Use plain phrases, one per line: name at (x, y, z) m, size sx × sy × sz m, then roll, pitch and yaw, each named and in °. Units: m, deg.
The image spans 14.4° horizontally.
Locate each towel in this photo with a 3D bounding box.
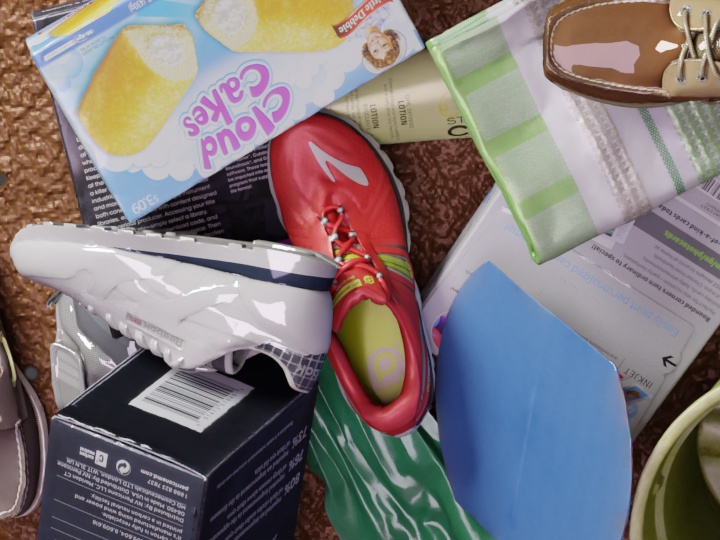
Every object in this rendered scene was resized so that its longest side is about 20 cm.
towel at (0.156, -0.112, 1.619) m, size 0.199 × 0.031 × 0.150 m, roll -28°, pitch 92°, yaw -5°

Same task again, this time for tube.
tube at (0.065, -0.108, 1.695) m, size 0.198 × 0.058 × 0.052 m, roll -6°, pitch 67°, yaw 5°

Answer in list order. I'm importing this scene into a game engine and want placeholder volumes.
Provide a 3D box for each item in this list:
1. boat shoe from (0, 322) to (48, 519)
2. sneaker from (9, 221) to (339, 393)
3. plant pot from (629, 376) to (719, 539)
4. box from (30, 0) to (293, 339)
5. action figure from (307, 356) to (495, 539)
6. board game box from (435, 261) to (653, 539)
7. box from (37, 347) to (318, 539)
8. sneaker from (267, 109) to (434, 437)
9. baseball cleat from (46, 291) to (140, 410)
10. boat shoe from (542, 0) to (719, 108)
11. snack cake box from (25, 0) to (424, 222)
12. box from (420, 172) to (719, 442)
boat shoe at (-0.245, 0.066, 1.781) m, size 0.071 × 0.060 × 0.202 m, roll -9°, pitch 102°, yaw 11°
sneaker at (-0.111, 0.017, 1.627) m, size 0.199 × 0.076 × 0.081 m, roll 9°, pitch 96°, yaw 19°
plant pot at (0.257, 0.126, 1.646) m, size 0.199 × 0.184 × 0.202 m, roll 1°, pitch 104°, yaw 6°
box at (-0.104, -0.074, 1.694) m, size 0.142 × 0.036 × 0.201 m, roll -15°, pitch 107°, yaw -8°
action figure at (0.005, 0.096, 1.750) m, size 0.118 × 0.055 × 0.201 m, roll -30°, pitch 90°, yaw 16°
board game box at (0.112, 0.092, 1.643) m, size 0.039 × 0.200 × 0.159 m, roll -8°, pitch 120°, yaw -29°
box at (-0.112, 0.157, 1.665) m, size 0.104 × 0.148 × 0.201 m, roll 20°, pitch 117°, yaw 19°
sneaker at (0.000, 0.000, 1.660) m, size 0.077 × 0.085 × 0.201 m, roll -20°, pitch 93°, yaw 4°
baseball cleat at (-0.122, 0.089, 1.770) m, size 0.106 × 0.070 × 0.201 m, roll -31°, pitch 87°, yaw 22°
boat shoe at (0.201, -0.127, 1.575) m, size 0.198 × 0.074 × 0.076 m, roll 0°, pitch 92°, yaw -5°
snack cake box at (-0.078, -0.129, 1.634) m, size 0.199 × 0.067 × 0.115 m, roll -31°, pitch 105°, yaw -3°
box at (0.142, -0.004, 1.693) m, size 0.155 × 0.041 × 0.201 m, roll 31°, pitch 112°, yaw -4°
